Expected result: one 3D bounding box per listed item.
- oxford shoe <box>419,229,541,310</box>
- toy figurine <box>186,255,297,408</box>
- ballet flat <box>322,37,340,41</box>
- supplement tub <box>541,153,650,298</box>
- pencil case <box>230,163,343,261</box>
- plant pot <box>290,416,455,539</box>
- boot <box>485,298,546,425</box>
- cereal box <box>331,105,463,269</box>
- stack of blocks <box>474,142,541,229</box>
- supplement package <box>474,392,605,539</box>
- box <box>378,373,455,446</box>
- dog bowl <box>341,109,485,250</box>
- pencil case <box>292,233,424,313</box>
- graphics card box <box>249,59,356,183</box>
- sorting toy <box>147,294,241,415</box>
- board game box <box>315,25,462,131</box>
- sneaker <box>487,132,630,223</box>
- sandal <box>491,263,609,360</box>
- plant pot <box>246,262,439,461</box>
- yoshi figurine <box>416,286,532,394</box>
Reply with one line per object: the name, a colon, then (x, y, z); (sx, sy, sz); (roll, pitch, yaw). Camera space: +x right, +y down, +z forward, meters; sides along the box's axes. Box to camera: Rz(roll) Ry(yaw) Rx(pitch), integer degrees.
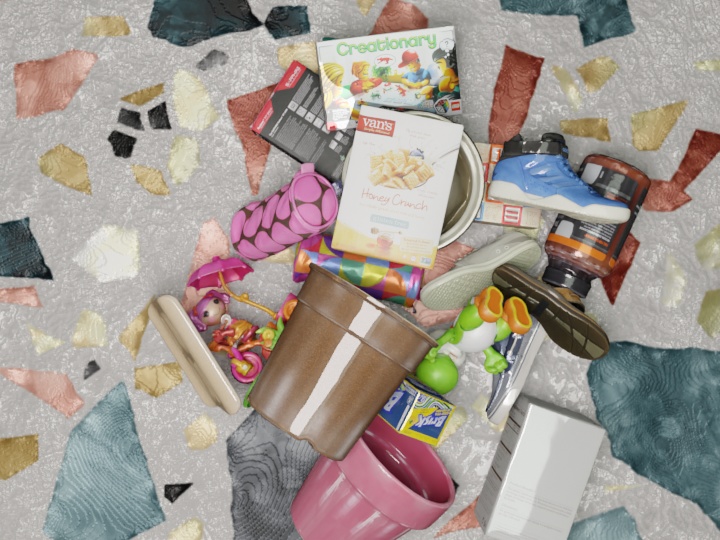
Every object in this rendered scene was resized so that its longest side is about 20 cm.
oxford shoe: (0.172, -0.001, 1.339); (0.200, 0.075, 0.058); (-27, 50, -13)
toy figurine: (-0.176, 0.068, 1.310); (0.184, 0.150, 0.200); (33, 73, 11)
ballet flat: (0.033, -0.304, 1.349); (0.200, 0.073, 0.073); (3, 90, -7)
supplement tub: (0.339, -0.063, 1.330); (0.107, 0.107, 0.200); (25, 89, -1)
pencil case: (-0.112, -0.078, 1.280); (0.091, 0.200, 0.094); (-17, 87, -39)
plant pot: (0.004, 0.316, 1.293); (0.200, 0.200, 0.179); (42, 104, -1)
boot: (0.211, 0.123, 1.352); (0.090, 0.073, 0.200); (26, 81, 4)
cereal box: (0.050, -0.112, 1.228); (0.144, 0.040, 0.200); (11, 92, 3)
stack of blocks: (0.170, -0.130, 1.350); (0.200, 0.059, 0.115); (6, 90, -1)
supplement package: (0.259, 0.296, 1.324); (0.117, 0.117, 0.200); (20, 90, 0)
box: (0.048, 0.172, 1.274); (0.070, 0.200, 0.064); (25, 92, -28)
dog bowl: (0.075, -0.122, 1.283); (0.200, 0.074, 0.200); (0, 91, 4)
pencil case: (0.000, 0.000, 1.336); (0.200, 0.088, 0.089); (15, 90, 0)
graphics card box: (-0.048, -0.206, 1.350); (0.200, 0.051, 0.126); (32, 89, 0)
sorting toy: (-0.233, 0.115, 1.276); (0.036, 0.200, 0.185); (-33, 95, -19)
board game box: (0.042, -0.276, 1.300); (0.200, 0.035, 0.126); (-8, 102, -2)
sneaker: (0.286, -0.135, 1.266); (0.200, 0.077, 0.111); (15, 90, 25)
sandal: (0.280, 0.051, 1.305); (0.200, 0.082, 0.055); (37, 57, 6)
plant pot: (-0.035, 0.124, 1.176); (0.200, 0.200, 0.198); (34, 86, -1)
yoshi figurine: (0.147, 0.115, 1.292); (0.200, 0.112, 0.112); (-42, 79, 39)
